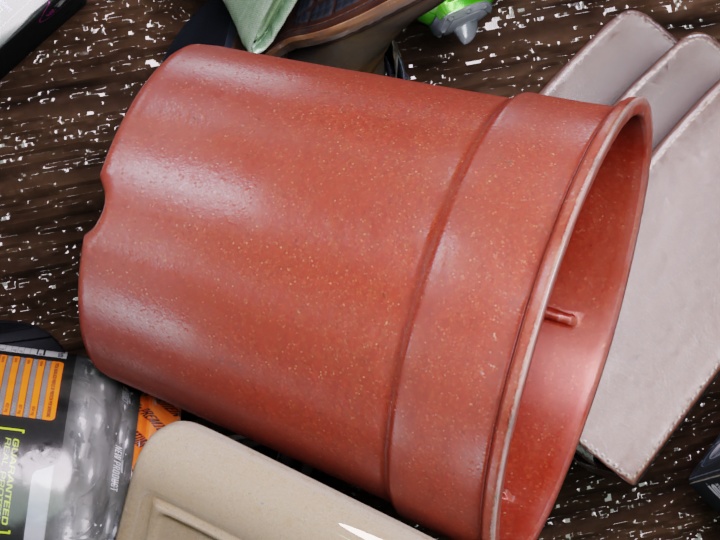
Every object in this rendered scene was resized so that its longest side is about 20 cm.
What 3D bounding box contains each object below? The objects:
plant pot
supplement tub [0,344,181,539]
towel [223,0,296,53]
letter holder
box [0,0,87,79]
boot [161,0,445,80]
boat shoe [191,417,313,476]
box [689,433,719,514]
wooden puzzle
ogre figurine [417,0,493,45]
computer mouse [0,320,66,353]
[{"bbox_3d":[0.000,0.000,0.817,0.194,0.201,0.203,17,87,15],"label":"plant pot"},{"bbox_3d":[-0.182,0.091,0.853,0.198,0.122,0.124,8,88,-7],"label":"supplement tub"},{"bbox_3d":[-0.049,-0.220,0.869,0.023,0.153,0.201,1,46,-34],"label":"towel"},{"bbox_3d":[0.128,-0.021,0.947,0.142,0.101,0.201,38,85,-3],"label":"letter holder"},{"bbox_3d":[-0.233,-0.108,0.878,0.200,0.148,0.124,-44,98,-6],"label":"box"},{"bbox_3d":[0.004,-0.103,0.892,0.097,0.199,0.075,34,57,-31],"label":"boot"},{"bbox_3d":[-0.113,0.120,0.934,0.199,0.057,0.067,-26,102,-6],"label":"boat shoe"},{"bbox_3d":[0.278,0.080,0.963,0.160,0.044,0.200,42,68,-5],"label":"box"},{"bbox_3d":[-0.026,0.177,0.806,0.184,0.037,0.201,25,118,10],"label":"wooden puzzle"},{"bbox_3d":[0.015,-0.186,0.942,0.199,0.098,0.121,33,67,-20],"label":"ogre figurine"},{"bbox_3d":[-0.232,0.099,0.928,0.198,0.046,0.142,-4,89,-7],"label":"computer mouse"}]
